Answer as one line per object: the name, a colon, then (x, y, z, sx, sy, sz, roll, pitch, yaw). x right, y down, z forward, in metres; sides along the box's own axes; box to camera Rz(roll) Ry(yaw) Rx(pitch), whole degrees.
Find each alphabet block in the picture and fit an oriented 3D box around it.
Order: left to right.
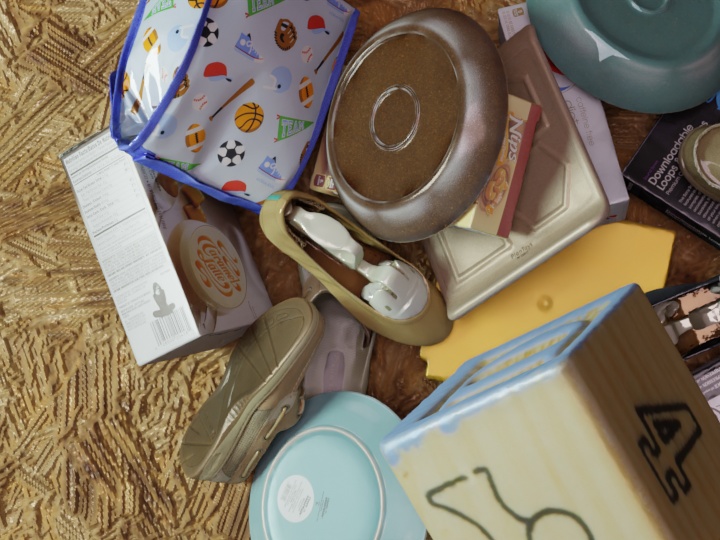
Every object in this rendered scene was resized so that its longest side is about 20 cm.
alphabet block: (0.168, 0.157, 1.345, 0.195, 0.196, 0.200, -27, 94, 34)

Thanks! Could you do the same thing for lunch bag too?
lunch bag: (-0.117, -0.166, 1.446, 0.124, 0.170, 0.200, 5, 76, 48)

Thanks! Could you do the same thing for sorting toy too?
sorting toy: (0.116, -0.082, 1.438, 0.185, 0.036, 0.200, -36, 60, 35)

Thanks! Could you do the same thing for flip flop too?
flip flop: (-0.024, 0.039, 1.487, 0.081, 0.058, 0.200, 5, 87, 8)

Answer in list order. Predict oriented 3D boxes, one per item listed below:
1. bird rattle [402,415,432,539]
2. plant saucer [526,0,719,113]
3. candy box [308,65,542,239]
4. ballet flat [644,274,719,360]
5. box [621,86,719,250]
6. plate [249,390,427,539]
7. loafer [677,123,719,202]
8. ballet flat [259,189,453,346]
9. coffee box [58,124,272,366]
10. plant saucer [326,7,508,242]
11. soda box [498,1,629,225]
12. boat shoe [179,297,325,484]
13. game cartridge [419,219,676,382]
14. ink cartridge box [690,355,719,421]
bird rattle: (0.030, 0.224, 1.449, 0.163, 0.113, 0.200, -7, 81, 21)
plant saucer: (0.243, -0.231, 1.453, 0.200, 0.036, 0.200, 6, 64, -12)
candy box: (0.052, -0.104, 1.438, 0.200, 0.055, 0.116, 16, 93, 45)
ballet flat: (0.276, 0.042, 1.409, 0.200, 0.073, 0.073, -22, 83, 13)
box: (0.344, -0.082, 1.463, 0.200, 0.036, 0.143, 35, 78, 7)
plate: (-0.027, 0.202, 1.438, 0.200, 0.026, 0.200, -7, 78, 37)
loafer: (0.368, -0.082, 1.410, 0.200, 0.067, 0.076, 15, 76, 3)
ballet flat: (0.000, 0.000, 1.436, 0.200, 0.063, 0.069, 34, 75, -9)
coffee box: (-0.168, -0.029, 1.472, 0.080, 0.114, 0.200, -26, 81, 32)
plant saucer: (0.037, -0.124, 1.396, 0.200, 0.032, 0.201, -12, 72, 42)
soda box: (0.175, -0.136, 1.466, 0.068, 0.064, 0.200, -14, 75, 1)
boat shoe: (-0.083, 0.106, 1.459, 0.200, 0.064, 0.071, -53, 37, 25)
game cartridge: (0.164, 0.030, 1.486, 0.200, 0.032, 0.177, 13, 86, 9)
ink cartridge box: (0.355, 0.103, 1.451, 0.200, 0.044, 0.094, -29, 84, 2)
